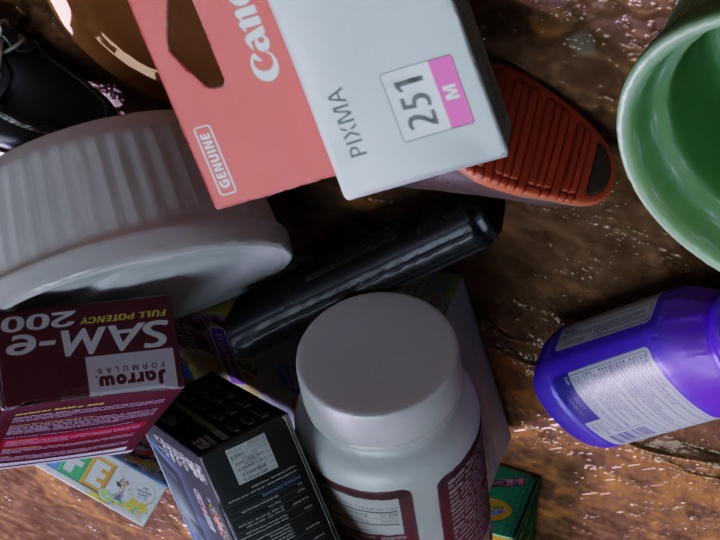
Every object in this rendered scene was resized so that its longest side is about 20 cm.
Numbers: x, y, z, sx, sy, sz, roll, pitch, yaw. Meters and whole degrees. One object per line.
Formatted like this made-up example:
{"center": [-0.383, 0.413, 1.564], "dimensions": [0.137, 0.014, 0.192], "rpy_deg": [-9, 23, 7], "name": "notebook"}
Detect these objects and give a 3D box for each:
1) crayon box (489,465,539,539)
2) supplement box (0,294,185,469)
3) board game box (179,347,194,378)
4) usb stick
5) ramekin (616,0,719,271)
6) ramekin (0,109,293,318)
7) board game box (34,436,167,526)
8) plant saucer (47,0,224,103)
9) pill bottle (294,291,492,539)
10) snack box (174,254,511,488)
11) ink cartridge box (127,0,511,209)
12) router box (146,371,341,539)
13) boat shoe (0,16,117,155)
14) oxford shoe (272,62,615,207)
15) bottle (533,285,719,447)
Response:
{"center": [0.027, 0.176, 1.425], "dimensions": [0.200, 0.058, 0.119], "rpy_deg": [17, 144, 14], "name": "crayon box"}
{"center": [-0.181, 0.073, 1.193], "dimensions": [0.109, 0.061, 0.200], "rpy_deg": [-6, 166, -18], "name": "supplement box"}
{"center": [-0.181, 0.007, 1.375], "dimensions": [0.103, 0.019, 0.200], "rpy_deg": [-2, 136, 37], "name": "board game box"}
{"center": [0.000, 0.000, 1.177], "dimensions": [0.200, 0.055, 0.033], "rpy_deg": [-26, 114, 29], "name": "usb stick"}
{"center": [0.232, -0.081, 0.928], "dimensions": [0.200, 0.098, 0.200], "rpy_deg": [18, 144, 13], "name": "ramekin"}
{"center": [-0.149, -0.026, 1.176], "dimensions": [0.202, 0.202, 0.094], "rpy_deg": [-29, 74, 50], "name": "ramekin"}
{"center": [-0.194, 0.108, 1.389], "dimensions": [0.134, 0.034, 0.200], "rpy_deg": [30, -171, -5], "name": "board game box"}
{"center": [-0.105, -0.159, 1.099], "dimensions": [0.200, 0.037, 0.200], "rpy_deg": [17, 143, 13], "name": "plant saucer"}
{"center": [0.020, 0.114, 1.190], "dimensions": [0.114, 0.114, 0.200], "rpy_deg": [13, 141, 19], "name": "pill bottle"}
{"center": [-0.014, 0.069, 1.307], "dimensions": [0.200, 0.068, 0.169], "rpy_deg": [5, 139, 25], "name": "snack box"}
{"center": [-0.035, -0.130, 0.990], "dimensions": [0.173, 0.044, 0.200], "rpy_deg": [-16, 113, 15], "name": "ink cartridge box"}
{"center": [-0.069, 0.154, 1.216], "dimensions": [0.150, 0.062, 0.200], "rpy_deg": [67, 166, -11], "name": "router box"}
{"center": [-0.239, -0.128, 1.194], "dimensions": [0.200, 0.073, 0.063], "rpy_deg": [26, 147, 6], "name": "boat shoe"}
{"center": [0.044, -0.077, 1.082], "dimensions": [0.200, 0.071, 0.073], "rpy_deg": [20, 154, -1], "name": "oxford shoe"}
{"center": [0.195, 0.050, 1.149], "dimensions": [0.084, 0.065, 0.200], "rpy_deg": [41, 142, -21], "name": "bottle"}
